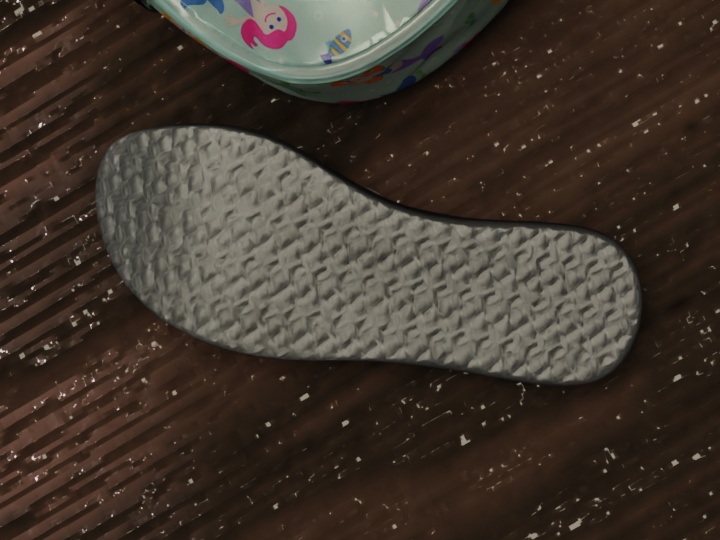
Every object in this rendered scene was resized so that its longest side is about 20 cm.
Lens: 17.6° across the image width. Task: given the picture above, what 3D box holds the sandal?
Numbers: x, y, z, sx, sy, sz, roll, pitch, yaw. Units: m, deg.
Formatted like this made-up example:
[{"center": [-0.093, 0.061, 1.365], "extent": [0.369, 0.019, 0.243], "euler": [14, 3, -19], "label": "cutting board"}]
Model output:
[{"center": [0.000, 0.001, 0.831], "extent": [0.199, 0.043, 0.077], "euler": [16, 94, 2], "label": "sandal"}]

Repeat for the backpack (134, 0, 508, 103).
[{"center": [-0.026, -0.162, 0.799], "extent": [0.200, 0.151, 0.178], "euler": [44, 94, 6], "label": "backpack"}]
